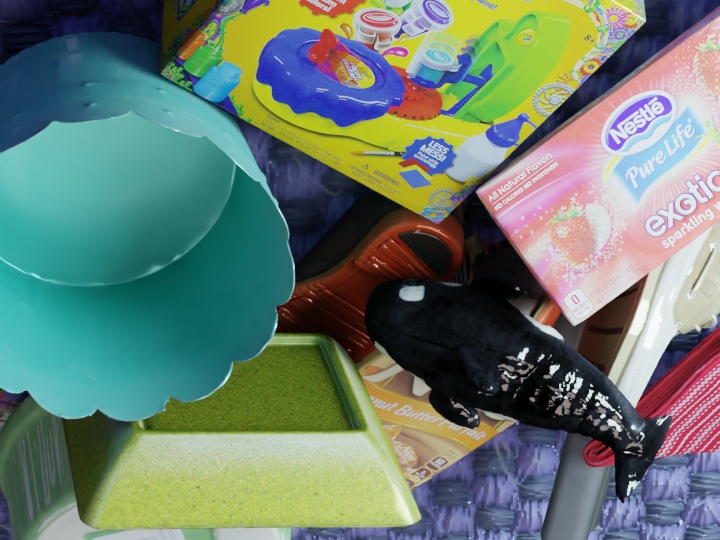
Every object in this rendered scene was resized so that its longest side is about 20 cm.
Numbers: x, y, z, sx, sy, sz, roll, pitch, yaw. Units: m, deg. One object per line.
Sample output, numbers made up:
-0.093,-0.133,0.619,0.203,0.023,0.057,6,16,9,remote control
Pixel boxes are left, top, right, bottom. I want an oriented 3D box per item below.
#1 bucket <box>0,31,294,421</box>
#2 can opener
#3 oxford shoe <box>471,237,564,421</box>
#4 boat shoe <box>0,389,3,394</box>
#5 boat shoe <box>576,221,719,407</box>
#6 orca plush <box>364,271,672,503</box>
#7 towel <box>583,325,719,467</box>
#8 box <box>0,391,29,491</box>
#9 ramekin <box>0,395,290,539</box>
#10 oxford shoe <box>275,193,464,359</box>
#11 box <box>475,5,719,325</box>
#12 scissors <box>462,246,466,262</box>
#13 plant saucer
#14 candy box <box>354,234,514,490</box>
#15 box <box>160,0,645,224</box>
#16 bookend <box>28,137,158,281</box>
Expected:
-0.147,-0.029,1.461,0.207,0.135,0.207,-5,121,-8,bucket
0.141,0.098,1.689,0.067,0.053,0.200,21,128,13,can opener
0.110,-0.009,1.597,0.073,0.200,0.071,26,178,14,oxford shoe
-0.259,0.082,1.671,0.063,0.073,0.201,2,135,-19,boat shoe
0.194,0.012,1.588,0.068,0.075,0.200,24,85,-18,boat shoe
0.084,0.074,1.533,0.200,0.071,0.105,41,118,3,orca plush
0.242,0.081,1.675,0.145,0.022,0.200,-44,156,26,towel
-0.238,0.096,1.756,0.200,0.039,0.137,17,131,-16,box
-0.139,0.155,1.679,0.200,0.098,0.200,-6,139,-5,ramekin
0.000,0.000,1.636,0.071,0.073,0.200,36,134,-24,oxford shoe
0.175,-0.067,1.499,0.200,0.095,0.103,-35,90,5,box
-0.012,0.013,1.690,0.200,0.073,0.014,-8,174,37,scissors
-0.076,0.087,1.534,0.200,0.200,0.048,1,114,-12,plant saucer
0.046,0.071,1.724,0.200,0.055,0.115,-36,126,29,candy box
0.021,-0.164,1.449,0.200,0.122,0.193,27,127,-25,box
-0.238,-0.084,1.542,0.200,0.092,0.199,-7,134,5,bookend
